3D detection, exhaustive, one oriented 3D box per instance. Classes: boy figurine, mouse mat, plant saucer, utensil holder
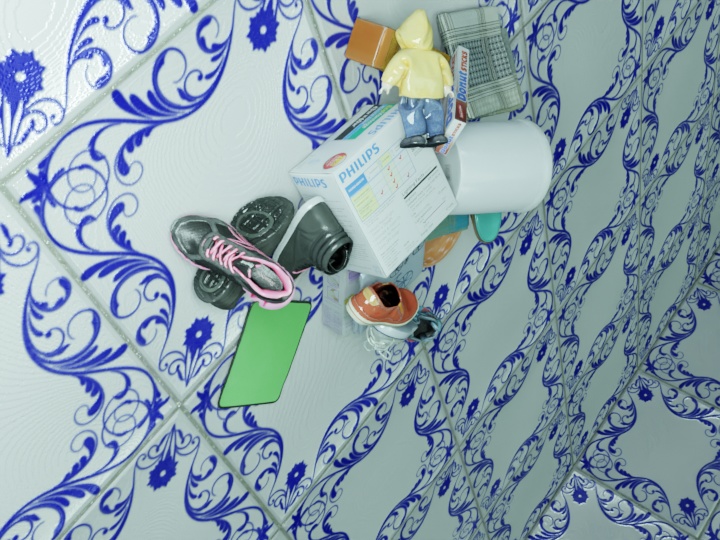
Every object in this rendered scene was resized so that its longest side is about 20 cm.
[{"bbox_3d":[0.082,-0.287,1.242,0.123,0.064,0.202,-8,93,-21],"label":"boy figurine"},{"bbox_3d":[-0.162,0.142,1.419,0.160,0.007,0.202,6,108,-55],"label":"mouse mat"},{"bbox_3d":[0.147,-0.106,1.646,0.199,0.037,0.202,-32,134,-39],"label":"plant saucer"},{"bbox_3d":[0.211,-0.183,1.474,0.198,0.170,0.172,-6,119,-29],"label":"utensil holder"}]

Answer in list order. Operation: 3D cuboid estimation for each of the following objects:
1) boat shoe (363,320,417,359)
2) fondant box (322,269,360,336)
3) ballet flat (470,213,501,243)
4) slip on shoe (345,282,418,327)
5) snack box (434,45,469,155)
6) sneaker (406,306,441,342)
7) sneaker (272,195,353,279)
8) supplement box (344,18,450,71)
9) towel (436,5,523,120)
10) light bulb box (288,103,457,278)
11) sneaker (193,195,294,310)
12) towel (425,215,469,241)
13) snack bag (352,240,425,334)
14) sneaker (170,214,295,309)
[{"bbox_3d":[0.043,0.118,1.505,0.086,0.074,0.202,-52,169,8],"label":"boat shoe"},{"bbox_3d":[0.000,0.000,1.498,0.144,0.058,0.202,-29,133,-40],"label":"fondant box"},{"bbox_3d":[0.236,-0.157,1.633,0.067,0.072,0.202,-12,102,-15],"label":"ballet flat"},{"bbox_3d":[0.050,0.053,1.397,0.061,0.074,0.199,-44,159,23],"label":"slip on shoe"},{"bbox_3d":[0.150,-0.278,1.342,0.072,0.024,0.201,122,-18,-46],"label":"snack box"},{"bbox_3d":[0.125,0.124,1.716,0.199,0.095,0.080,14,102,-56],"label":"sneaker"},{"bbox_3d":[-0.076,-0.017,1.296,0.070,0.099,0.201,-26,159,-37],"label":"sneaker"},{"bbox_3d":[0.064,-0.348,1.342,0.199,0.066,0.069,-1,113,-53],"label":"supplement box"},{"bbox_3d":[0.225,-0.377,1.493,0.199,0.034,0.195,-23,98,-47],"label":"towel"},{"bbox_3d":[0.025,-0.132,1.333,0.198,0.124,0.201,-44,122,-26],"label":"light bulb box"},{"bbox_3d":[-0.169,-0.027,1.251,0.200,0.076,0.091,-50,154,-8],"label":"sneaker"},{"bbox_3d":[0.156,-0.166,1.566,0.146,0.022,0.202,-16,107,-44],"label":"towel"},{"bbox_3d":[0.051,0.006,1.462,0.188,0.021,0.201,-43,157,-24],"label":"snack bag"},{"bbox_3d":[-0.172,-0.015,1.147,0.080,0.199,0.095,-60,-169,-6],"label":"sneaker"}]
